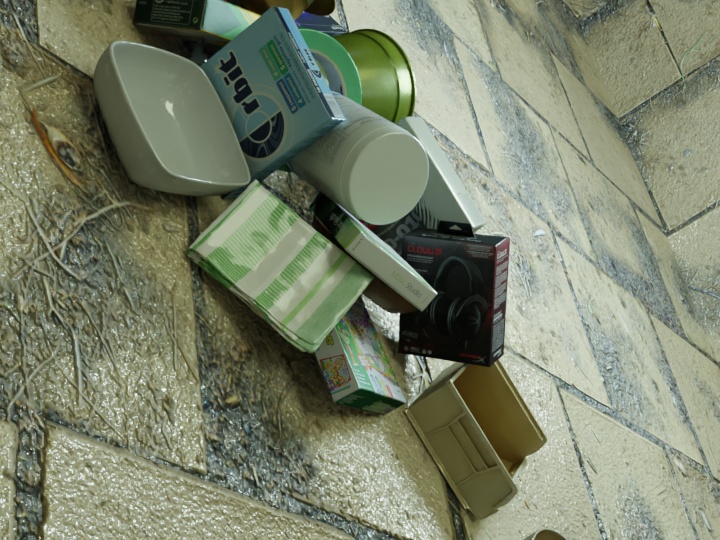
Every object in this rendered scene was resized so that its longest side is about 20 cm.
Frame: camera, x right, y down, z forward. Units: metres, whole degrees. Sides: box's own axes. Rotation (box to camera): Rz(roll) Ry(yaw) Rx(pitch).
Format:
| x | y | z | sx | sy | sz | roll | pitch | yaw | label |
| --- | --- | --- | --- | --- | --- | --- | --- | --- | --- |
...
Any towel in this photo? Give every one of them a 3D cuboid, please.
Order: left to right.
| x | y | z | sx | sy | sz | roll | pitch | yaw | label |
| --- | --- | --- | --- | --- | --- | --- | --- | --- | --- |
| -0.098 | -0.007 | 1.419 | 0.199 | 0.023 | 0.153 | 39 | 56 | 2 | towel |

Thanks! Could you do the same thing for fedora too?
| x | y | z | sx | sy | sz | roll | pitch | yaw | label |
| --- | --- | --- | --- | --- | --- | --- | --- | --- | --- |
| -0.128 | -0.411 | 1.651 | 0.199 | 0.082 | 0.201 | 33 | -9 | 6 | fedora |

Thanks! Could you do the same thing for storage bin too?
| x | y | z | sx | sy | sz | roll | pitch | yaw | label |
| --- | --- | --- | --- | --- | --- | --- | --- | --- | --- |
| 0.180 | 0.238 | 1.707 | 0.200 | 0.093 | 0.200 | 58 | 25 | 0 | storage bin |

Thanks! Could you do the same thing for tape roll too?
| x | y | z | sx | sy | sz | roll | pitch | yaw | label |
| --- | --- | --- | --- | --- | --- | --- | --- | --- | --- |
| -0.094 | -0.243 | 1.620 | 0.200 | 0.201 | 0.048 | 39 | -6 | -34 | tape roll |

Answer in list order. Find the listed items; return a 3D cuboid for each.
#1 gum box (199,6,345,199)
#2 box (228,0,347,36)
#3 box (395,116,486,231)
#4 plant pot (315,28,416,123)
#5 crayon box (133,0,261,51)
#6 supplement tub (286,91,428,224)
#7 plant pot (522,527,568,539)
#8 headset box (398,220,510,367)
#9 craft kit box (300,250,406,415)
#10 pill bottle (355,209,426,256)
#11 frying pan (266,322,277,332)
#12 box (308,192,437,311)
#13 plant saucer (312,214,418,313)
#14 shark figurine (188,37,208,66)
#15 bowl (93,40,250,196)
| x | y | z | sx | sy | sz | roll | pitch | yaw | label |
| --- | --- | --- | --- | --- | --- | --- | --- | --- | --- |
| -0.139 | -0.219 | 1.510 | 0.171 | 0.199 | 0.044 | 62 | 27 | 9 | gum box |
| -0.127 | -0.402 | 1.839 | 0.141 | 0.079 | 0.200 | 47 | 24 | 9 | box |
| 0.108 | -0.135 | 1.752 | 0.201 | 0.068 | 0.082 | 59 | 22 | 7 | box |
| -0.047 | -0.276 | 1.779 | 0.192 | 0.200 | 0.202 | -13 | 73 | -51 | plant pot |
| -0.208 | -0.348 | 1.616 | 0.199 | 0.125 | 0.052 | 6 | 96 | -60 | crayon box |
| -0.012 | -0.155 | 1.541 | 0.132 | 0.133 | 0.200 | 34 | 3 | -41 | supplement tub |
| 0.227 | 0.461 | 1.497 | 0.200 | 0.134 | 0.202 | 43 | 29 | -30 | plant pot |
| 0.138 | 0.027 | 1.680 | 0.077 | 0.147 | 0.203 | -26 | 121 | -63 | headset box |
| -0.021 | 0.087 | 1.516 | 0.199 | 0.048 | 0.200 | 64 | 12 | 19 | craft kit box |
| 0.038 | -0.096 | 1.795 | 0.200 | 0.113 | 0.115 | 43 | 29 | -27 | pill bottle |
| -0.079 | 0.065 | 1.510 | 0.190 | 0.031 | 0.115 | 49 | 27 | -12 | frying pan |
| 0.013 | -0.029 | 1.535 | 0.144 | 0.036 | 0.200 | 39 | 3 | -24 | box |
| 0.000 | 0.000 | 1.596 | 0.200 | 0.037 | 0.200 | 41 | 5 | -4 | plant saucer |
| -0.165 | -0.270 | 1.655 | 0.215 | 0.089 | 0.129 | 46 | 27 | -28 | shark figurine |
| -0.245 | -0.178 | 1.421 | 0.199 | 0.074 | 0.202 | 2 | 60 | -60 | bowl |
